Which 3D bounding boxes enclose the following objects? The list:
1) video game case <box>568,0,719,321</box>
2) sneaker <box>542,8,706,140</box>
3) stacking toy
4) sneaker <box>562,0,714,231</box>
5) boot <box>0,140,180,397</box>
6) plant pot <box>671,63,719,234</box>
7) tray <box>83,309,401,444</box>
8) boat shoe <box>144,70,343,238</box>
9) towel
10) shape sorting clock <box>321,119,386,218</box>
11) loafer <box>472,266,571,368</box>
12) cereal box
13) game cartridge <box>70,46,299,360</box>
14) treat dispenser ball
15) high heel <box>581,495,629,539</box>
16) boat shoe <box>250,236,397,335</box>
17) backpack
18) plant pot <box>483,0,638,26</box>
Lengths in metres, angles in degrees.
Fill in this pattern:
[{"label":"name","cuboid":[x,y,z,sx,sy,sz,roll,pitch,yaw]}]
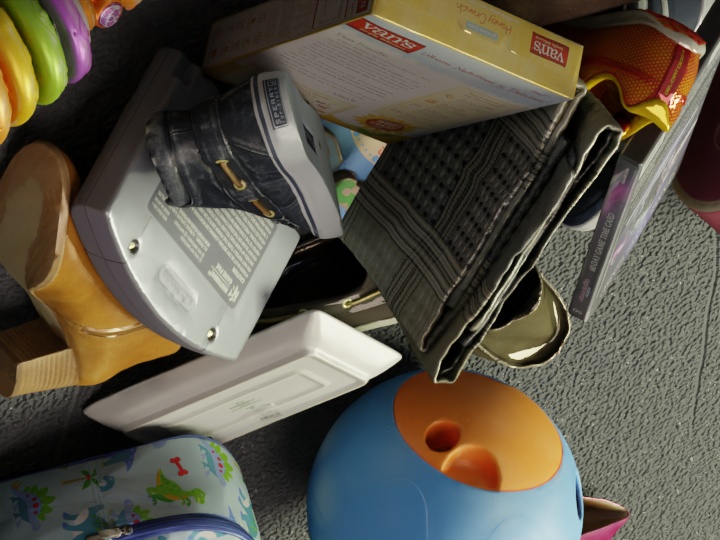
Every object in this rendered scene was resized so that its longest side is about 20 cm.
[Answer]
[{"label":"video game case","cuboid":[0.187,-0.069,1.647,0.143,0.019,0.200,-56,169,-28]},{"label":"sneaker","cuboid":[0.135,-0.112,1.556,0.073,0.200,0.077,28,81,-16]},{"label":"stacking toy","cuboid":[-0.193,-0.127,1.430,0.199,0.110,0.116,-31,142,-24]},{"label":"sneaker","cuboid":[0.155,-0.118,1.717,0.108,0.070,0.201,2,123,-45]},{"label":"boot","cuboid":[-0.158,-0.012,1.605,0.143,0.071,0.202,-19,139,-35]},{"label":"plant pot","cuboid":[0.324,-0.073,1.814,0.178,0.200,0.200,21,117,-31]},{"label":"tray","cuboid":[-0.079,0.084,1.729,0.199,0.022,0.107,-23,150,27]},{"label":"boat shoe","cuboid":[-0.068,-0.063,1.531,0.090,0.071,0.200,-13,161,6]},{"label":"towel","cuboid":[0.063,-0.055,1.541,0.034,0.200,0.193,26,106,-31]},{"label":"shape sorting clock","cuboid":[0.042,-0.108,1.650,0.199,0.039,0.201,-15,131,-18]},{"label":"loafer","cuboid":[0.089,0.023,1.707,0.075,0.070,0.200,-56,142,0]},{"label":"cereal box","cuboid":[0.016,-0.124,1.498,0.143,0.200,0.040,20,74,-29]},{"label":"game cartridge","cuboid":[-0.106,-0.031,1.586,0.134,0.041,0.200,-59,147,-16]},{"label":"treat dispenser ball","cuboid":[0.061,0.170,1.848,0.200,0.201,0.202,-21,141,-18]},{"label":"high heel","cuboid":[0.153,0.192,2.046,0.096,0.068,0.200,-28,149,7]},{"label":"boat shoe","cuboid":[0.000,0.000,1.724,0.200,0.072,0.061,-26,146,-8]},{"label":"backpack","cuboid":[-0.160,0.217,1.750,0.199,0.147,0.184,-19,142,-5]},{"label":"plant pot","cuboid":[0.109,-0.220,1.504,0.199,0.188,0.187,-29,145,14]}]
